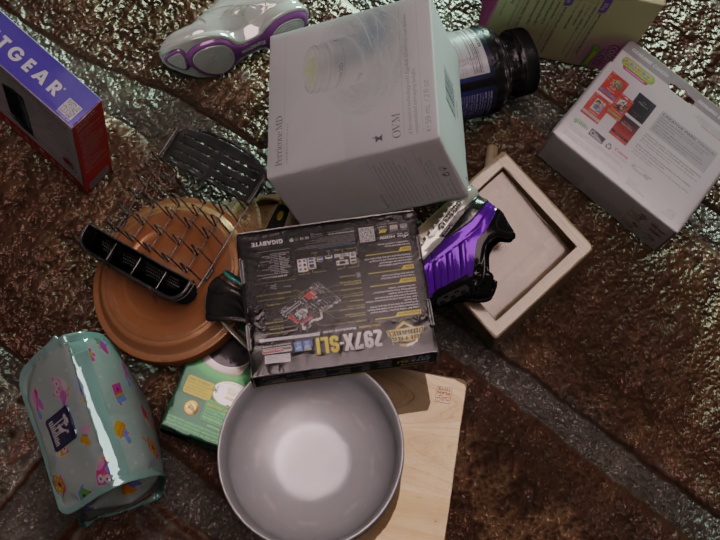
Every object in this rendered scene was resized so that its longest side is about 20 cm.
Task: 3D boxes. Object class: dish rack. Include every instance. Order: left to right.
[{"bbox_3d":[-0.205,-0.071,1.288,0.152,0.055,0.202,27,77,19],"label":"dish rack"}]

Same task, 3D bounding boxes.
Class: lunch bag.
[{"bbox_3d":[-0.278,0.165,1.188,0.120,0.200,0.172,-18,76,-14],"label":"lunch bag"}]

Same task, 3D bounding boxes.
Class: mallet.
[{"bbox_3d":[-0.097,-0.081,1.316,0.065,0.041,0.201,28,44,0],"label":"mallet"}]

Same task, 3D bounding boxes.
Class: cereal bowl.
[{"bbox_3d":[-0.050,0.198,1.198,0.197,0.083,0.203,-1,70,1],"label":"cereal bowl"}]

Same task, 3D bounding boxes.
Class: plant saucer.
[{"bbox_3d":[-0.217,0.009,1.306,0.197,0.032,0.203,-4,69,12],"label":"plant saucer"}]

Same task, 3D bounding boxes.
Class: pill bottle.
[{"bbox_3d":[0.121,-0.245,1.432,0.197,0.112,0.113,-14,74,-13],"label":"pill bottle"}]

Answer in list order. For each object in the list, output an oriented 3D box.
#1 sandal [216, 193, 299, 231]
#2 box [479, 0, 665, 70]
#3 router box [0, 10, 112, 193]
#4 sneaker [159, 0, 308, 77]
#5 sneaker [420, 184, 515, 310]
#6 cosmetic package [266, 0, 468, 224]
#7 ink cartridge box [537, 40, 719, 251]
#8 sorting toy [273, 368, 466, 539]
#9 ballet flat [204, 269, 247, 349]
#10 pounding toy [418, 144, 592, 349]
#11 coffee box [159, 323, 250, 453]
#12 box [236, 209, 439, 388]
[{"bbox_3d":[-0.116,-0.067,1.359,0.209,0.070,0.079,-14,74,-12],"label":"sandal"},{"bbox_3d":[0.269,-0.355,1.456,0.197,0.176,0.098,11,70,-4],"label":"box"},{"bbox_3d":[-0.379,-0.202,1.308,0.199,0.180,0.049,41,70,7],"label":"router box"},{"bbox_3d":[-0.169,-0.311,1.443,0.198,0.075,0.100,-23,62,-19],"label":"sneaker"},{"bbox_3d":[0.098,0.012,1.260,0.099,0.070,0.201,38,92,10],"label":"sneaker"},{"bbox_3d":[0.006,-0.175,1.268,0.197,0.123,0.202,-12,58,17],"label":"cosmetic package"},{"bbox_3d":[0.361,-0.161,1.449,0.199,0.084,0.176,40,75,6],"label":"ink cartridge box"},{"bbox_3d":[0.007,0.212,1.274,0.197,0.070,0.202,9,70,4],"label":"sorting toy"},{"bbox_3d":[-0.083,0.071,1.253,0.198,0.068,0.069,27,92,-1],"label":"ballet flat"},{"bbox_3d":[0.162,-0.043,1.373,0.184,0.142,0.200,-41,78,-4],"label":"pounding toy"},{"bbox_3d":[-0.138,0.112,1.309,0.121,0.044,0.202,20,70,0],"label":"coffee box"},{"bbox_3d":[-0.026,0.029,1.192,0.197,0.049,0.162,-8,71,-3],"label":"box"}]
